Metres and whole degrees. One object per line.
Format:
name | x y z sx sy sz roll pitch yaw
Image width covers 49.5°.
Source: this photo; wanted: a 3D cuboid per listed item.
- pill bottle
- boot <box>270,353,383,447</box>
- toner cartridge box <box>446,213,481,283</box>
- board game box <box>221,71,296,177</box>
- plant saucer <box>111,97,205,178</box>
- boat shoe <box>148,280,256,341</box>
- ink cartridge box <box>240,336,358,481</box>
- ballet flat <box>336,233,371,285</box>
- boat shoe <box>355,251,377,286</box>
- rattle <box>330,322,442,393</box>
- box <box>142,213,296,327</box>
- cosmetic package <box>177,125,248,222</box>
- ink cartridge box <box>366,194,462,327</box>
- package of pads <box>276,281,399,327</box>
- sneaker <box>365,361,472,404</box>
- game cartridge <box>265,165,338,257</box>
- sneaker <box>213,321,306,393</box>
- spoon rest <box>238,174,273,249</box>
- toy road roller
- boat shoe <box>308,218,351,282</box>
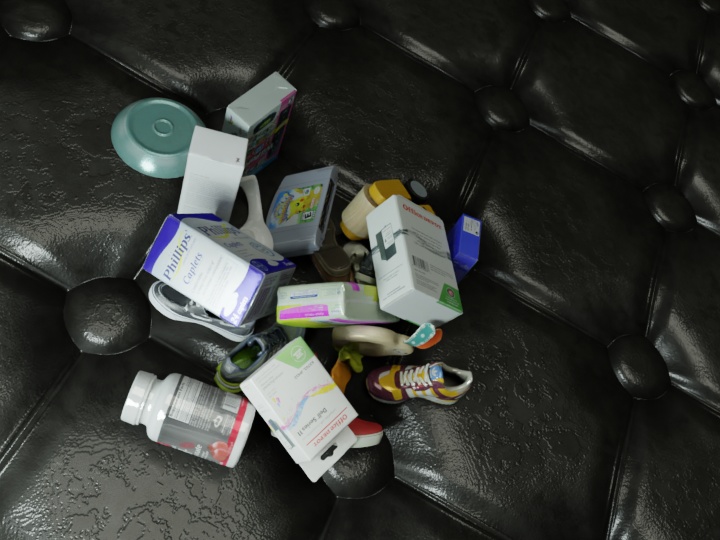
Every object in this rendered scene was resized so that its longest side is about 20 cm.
pill bottle | -0.275 0.232 1.255 0.197 0.111 0.112 21 54 -8
boot | -0.048 0.221 1.341 0.196 0.072 0.147 10 86 -13
toner cartridge box | 0.170 -0.012 1.522 0.042 0.201 0.096 20 55 -10
board game box | -0.209 -0.269 1.531 0.064 0.201 0.148 40 55 7
plant saucer | -0.397 -0.277 1.567 0.196 0.036 0.203 10 58 -15
boat shoe | -0.278 0.061 1.385 0.197 0.068 0.073 26 54 -5
ink cartridge box | -0.086 0.224 1.253 0.117 0.067 0.201 -38 93 -30
ballet flat | 0.000 0.000 1.530 0.067 0.069 0.203 -5 62 -22
boat shoe | 0.065 0.003 1.487 0.198 0.074 0.067 15 94 -48
rattle | 0.042 0.166 1.383 0.196 0.131 0.145 7 54 3
box | -0.237 -0.007 1.351 0.198 0.106 0.184 30 10 8
cosmetic package | -0.276 -0.165 1.443 0.099 0.201 0.072 13 56 -13
ink cartridge box | 0.095 -0.015 1.403 0.145 0.083 0.203 25 46 -40
package of pads | -0.039 0.063 1.380 0.199 0.152 0.070 10 76 -57
sneaker | 0.109 0.198 1.437 0.196 0.090 0.076 3 58 -19
game cartridge | -0.119 -0.115 1.527 0.041 0.131 0.203 49 40 -42
sneaker | -0.166 0.138 1.373 0.074 0.081 0.199 45 55 10
spoon rest | -0.212 -0.083 1.501 0.097 0.061 0.204 -9 61 13
toy road roller | 0.072 -0.090 1.549 0.198 0.123 0.147 -8 59 -48
boat shoe | -0.075 -0.038 1.527 0.071 0.069 0.201 -10 43 -14
